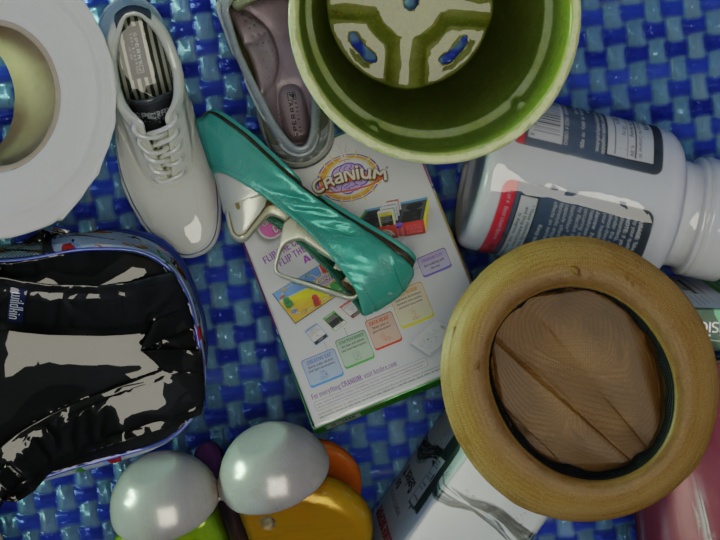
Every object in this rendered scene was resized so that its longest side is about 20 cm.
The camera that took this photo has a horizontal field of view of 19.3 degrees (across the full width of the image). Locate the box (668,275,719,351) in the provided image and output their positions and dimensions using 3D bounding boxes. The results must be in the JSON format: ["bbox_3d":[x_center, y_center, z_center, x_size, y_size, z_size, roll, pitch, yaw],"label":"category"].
[{"bbox_3d":[0.211,0.031,1.578,0.198,0.144,0.037,0,99,-4],"label":"box"}]

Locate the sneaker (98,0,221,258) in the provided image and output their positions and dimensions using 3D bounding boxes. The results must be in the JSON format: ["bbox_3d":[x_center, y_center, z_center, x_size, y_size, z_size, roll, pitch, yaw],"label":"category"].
[{"bbox_3d":[-0.153,-0.102,1.564,0.072,0.071,0.202,-18,100,-1],"label":"sneaker"}]

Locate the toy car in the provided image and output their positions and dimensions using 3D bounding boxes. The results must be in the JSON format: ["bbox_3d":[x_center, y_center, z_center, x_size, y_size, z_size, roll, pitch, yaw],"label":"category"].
[{"bbox_3d":[-0.090,0.185,1.578,0.198,0.150,0.176,-15,121,5],"label":"toy car"}]

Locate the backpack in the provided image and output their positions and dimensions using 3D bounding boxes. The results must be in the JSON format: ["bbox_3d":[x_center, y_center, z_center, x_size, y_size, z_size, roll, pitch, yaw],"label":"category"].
[{"bbox_3d":[-0.205,0.057,1.548,0.189,0.154,0.202,-7,106,5],"label":"backpack"}]

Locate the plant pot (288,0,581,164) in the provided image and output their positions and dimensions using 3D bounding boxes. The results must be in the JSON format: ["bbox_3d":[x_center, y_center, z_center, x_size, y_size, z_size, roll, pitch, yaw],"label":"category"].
[{"bbox_3d":[0.043,-0.186,1.508,0.198,0.184,0.203,-1,99,-5],"label":"plant pot"}]

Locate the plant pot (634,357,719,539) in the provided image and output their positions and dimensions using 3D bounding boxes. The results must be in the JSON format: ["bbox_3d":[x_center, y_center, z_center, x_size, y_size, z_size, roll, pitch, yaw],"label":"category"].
[{"bbox_3d":[0.284,0.156,1.592,0.198,0.200,0.181,-16,85,-1],"label":"plant pot"}]

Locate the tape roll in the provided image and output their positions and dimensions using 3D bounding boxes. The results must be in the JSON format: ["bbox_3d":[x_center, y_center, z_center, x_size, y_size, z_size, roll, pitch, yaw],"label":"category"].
[{"bbox_3d":[-0.274,-0.122,1.499,0.201,0.071,0.205,-2,93,-37],"label":"tape roll"}]

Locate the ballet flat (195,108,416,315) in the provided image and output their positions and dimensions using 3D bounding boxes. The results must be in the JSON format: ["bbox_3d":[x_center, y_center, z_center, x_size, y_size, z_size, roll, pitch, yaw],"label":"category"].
[{"bbox_3d":[-0.054,-0.036,1.528,0.199,0.067,0.071,36,76,6],"label":"ballet flat"}]

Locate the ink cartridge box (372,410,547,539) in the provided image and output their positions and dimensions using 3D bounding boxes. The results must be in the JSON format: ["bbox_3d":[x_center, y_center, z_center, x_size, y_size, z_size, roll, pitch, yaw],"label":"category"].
[{"bbox_3d":[0.094,0.154,1.589,0.083,0.147,0.201,34,95,-8],"label":"ink cartridge box"}]

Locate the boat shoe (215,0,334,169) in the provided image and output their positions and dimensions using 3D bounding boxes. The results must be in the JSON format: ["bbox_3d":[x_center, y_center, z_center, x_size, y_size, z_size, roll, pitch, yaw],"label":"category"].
[{"bbox_3d":[-0.065,-0.177,1.549,0.074,0.065,0.204,-12,85,-2],"label":"boat shoe"}]

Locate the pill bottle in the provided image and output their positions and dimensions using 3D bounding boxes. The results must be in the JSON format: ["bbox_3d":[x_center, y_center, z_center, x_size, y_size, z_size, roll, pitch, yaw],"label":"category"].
[{"bbox_3d":[0.179,-0.055,1.573,0.198,0.120,0.121,13,99,-7],"label":"pill bottle"}]

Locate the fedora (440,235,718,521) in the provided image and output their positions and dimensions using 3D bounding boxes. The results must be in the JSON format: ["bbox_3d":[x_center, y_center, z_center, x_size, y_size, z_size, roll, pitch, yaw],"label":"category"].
[{"bbox_3d":[0.149,0.073,1.466,0.198,0.082,0.203,0,95,0],"label":"fedora"}]

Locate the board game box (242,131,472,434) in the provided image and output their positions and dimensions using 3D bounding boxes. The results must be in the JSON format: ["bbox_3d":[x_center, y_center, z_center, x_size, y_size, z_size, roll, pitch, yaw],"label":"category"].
[{"bbox_3d":[0.000,0.000,1.576,0.152,0.040,0.202,-21,81,0],"label":"board game box"}]

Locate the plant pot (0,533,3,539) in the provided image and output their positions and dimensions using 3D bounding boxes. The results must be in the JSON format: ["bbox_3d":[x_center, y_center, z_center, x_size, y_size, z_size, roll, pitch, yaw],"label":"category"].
[{"bbox_3d":[-0.364,0.225,1.563,0.199,0.187,0.189,-24,101,-13],"label":"plant pot"}]
